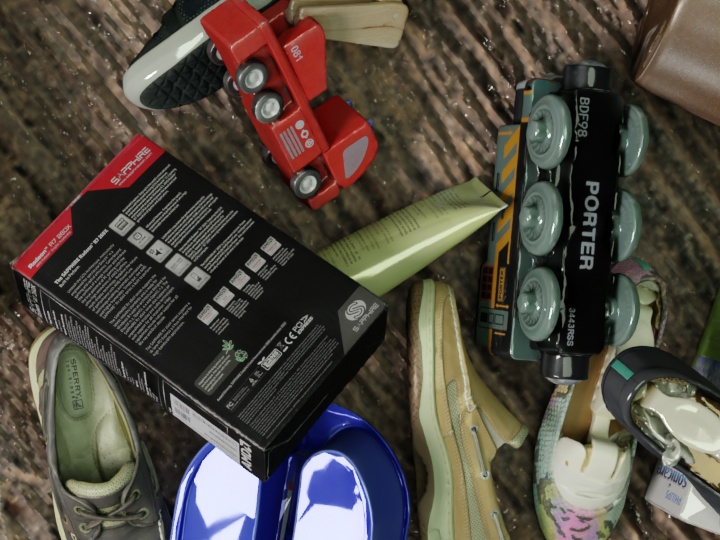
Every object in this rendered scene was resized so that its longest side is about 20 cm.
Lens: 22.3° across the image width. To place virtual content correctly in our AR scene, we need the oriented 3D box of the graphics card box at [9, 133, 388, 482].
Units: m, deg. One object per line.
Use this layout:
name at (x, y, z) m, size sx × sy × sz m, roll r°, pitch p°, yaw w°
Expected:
graphics card box at (-0.096, 0.019, 1.101) m, size 0.199 × 0.051 × 0.126 m, roll 33°, pitch 63°, yaw 17°

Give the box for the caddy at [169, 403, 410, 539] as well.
caddy at (-0.046, 0.182, 1.148) m, size 0.140 × 0.105 × 0.203 m, roll 9°, pitch 91°, yaw 15°

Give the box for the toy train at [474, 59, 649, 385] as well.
toy train at (0.123, -0.031, 1.156) m, size 0.084 × 0.114 × 0.203 m, roll 3°, pitch 91°, yaw -25°

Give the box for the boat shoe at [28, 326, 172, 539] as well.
boat shoe at (-0.163, 0.132, 1.143) m, size 0.071 × 0.066 × 0.203 m, roll -15°, pitch 93°, yaw -6°

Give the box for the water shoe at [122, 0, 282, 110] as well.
water shoe at (-0.081, -0.184, 1.154) m, size 0.200 × 0.072 × 0.079 m, roll -41°, pitch 71°, yaw -4°

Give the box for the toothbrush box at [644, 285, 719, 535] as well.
toothbrush box at (0.295, 0.087, 1.202) m, size 0.144 × 0.086 × 0.202 m, roll 19°, pitch 88°, yaw -8°

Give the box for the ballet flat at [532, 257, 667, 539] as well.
ballet flat at (0.159, 0.091, 1.189) m, size 0.068 × 0.071 × 0.202 m, roll 13°, pitch 91°, yaw -10°

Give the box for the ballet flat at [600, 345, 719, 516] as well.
ballet flat at (0.233, 0.118, 1.120) m, size 0.199 × 0.073 × 0.073 m, roll 36°, pitch 87°, yaw -5°

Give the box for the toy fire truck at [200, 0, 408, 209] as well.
toy fire truck at (-0.020, -0.148, 1.118) m, size 0.140 × 0.049 × 0.201 m, roll -36°, pitch 132°, yaw -9°

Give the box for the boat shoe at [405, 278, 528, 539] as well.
boat shoe at (0.070, 0.102, 1.175) m, size 0.075 × 0.072 × 0.203 m, roll -5°, pitch 104°, yaw 4°

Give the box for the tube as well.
tube at (0.000, 0.000, 1.163) m, size 0.199 × 0.052 × 0.058 m, roll -31°, pitch 61°, yaw -3°

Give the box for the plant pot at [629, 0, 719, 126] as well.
plant pot at (0.286, -0.154, 1.145) m, size 0.196 × 0.200 × 0.202 m, roll 20°, pitch 89°, yaw -2°
